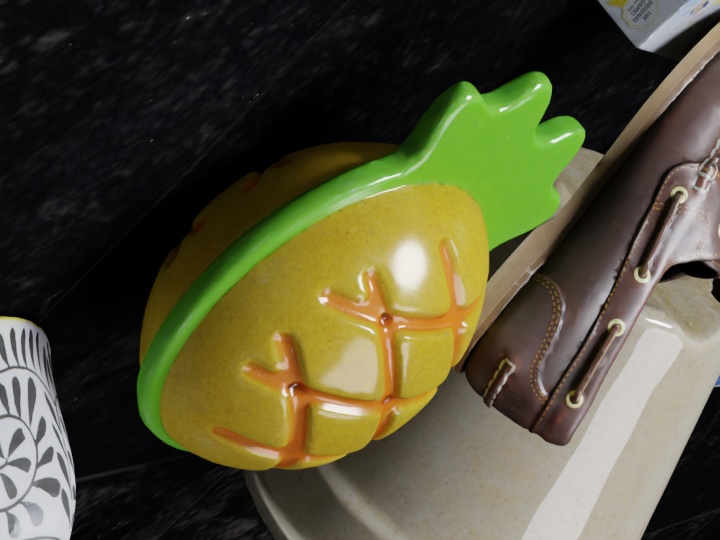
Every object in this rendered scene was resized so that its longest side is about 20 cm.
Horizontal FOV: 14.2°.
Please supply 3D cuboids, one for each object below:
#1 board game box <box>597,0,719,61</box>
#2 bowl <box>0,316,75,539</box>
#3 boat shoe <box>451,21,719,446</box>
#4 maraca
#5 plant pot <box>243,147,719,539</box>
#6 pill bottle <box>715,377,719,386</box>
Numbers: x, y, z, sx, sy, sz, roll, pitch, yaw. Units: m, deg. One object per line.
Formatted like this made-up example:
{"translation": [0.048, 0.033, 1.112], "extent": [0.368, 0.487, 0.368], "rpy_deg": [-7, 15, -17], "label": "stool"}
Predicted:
{"translation": [0.187, -0.141, 1.238], "extent": [0.134, 0.034, 0.200], "rpy_deg": [-42, 164, 17], "label": "board game box"}
{"translation": [-0.174, 0.115, 1.075], "extent": [0.201, 0.094, 0.201], "rpy_deg": [-35, 164, -11], "label": "bowl"}
{"translation": [0.118, -0.017, 1.180], "extent": [0.200, 0.070, 0.070], "rpy_deg": [-51, 167, -11], "label": "boat shoe"}
{"translation": [0.000, 0.000, 1.096], "extent": [0.200, 0.107, 0.137], "rpy_deg": [-40, 154, 3], "label": "maraca"}
{"translation": [0.076, 0.050, 1.305], "extent": [0.200, 0.200, 0.184], "rpy_deg": [-15, 142, -54], "label": "plant pot"}
{"translation": [0.170, 0.001, 1.467], "extent": [0.112, 0.112, 0.200], "rpy_deg": [-39, 163, 7], "label": "pill bottle"}
